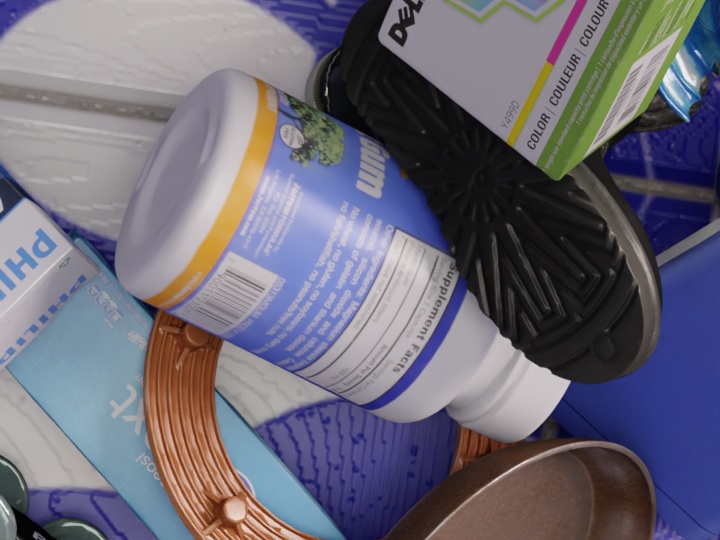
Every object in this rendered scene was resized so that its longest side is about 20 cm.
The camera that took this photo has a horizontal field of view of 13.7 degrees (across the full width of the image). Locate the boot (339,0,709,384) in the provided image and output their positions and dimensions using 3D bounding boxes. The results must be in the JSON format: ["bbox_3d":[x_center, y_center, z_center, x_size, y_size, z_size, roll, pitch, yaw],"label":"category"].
[{"bbox_3d":[0.102,-0.053,1.331,0.157,0.079,0.212,-11,62,-46],"label":"boot"}]

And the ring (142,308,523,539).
[{"bbox_3d":[-0.008,0.062,1.403,0.199,0.019,0.202,8,72,-26],"label":"ring"}]

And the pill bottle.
[{"bbox_3d":[0.000,0.000,1.348,0.199,0.112,0.113,26,90,-20],"label":"pill bottle"}]

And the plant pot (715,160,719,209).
[{"bbox_3d":[0.283,-0.031,1.394,0.180,0.200,0.200,-43,97,4],"label":"plant pot"}]

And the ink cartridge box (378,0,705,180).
[{"bbox_3d":[0.049,-0.159,1.233,0.200,0.148,0.076,39,44,14],"label":"ink cartridge box"}]

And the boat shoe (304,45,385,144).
[{"bbox_3d":[0.063,-0.039,1.419,0.199,0.066,0.075,47,66,-5],"label":"boat shoe"}]

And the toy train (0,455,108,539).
[{"bbox_3d":[-0.159,0.172,1.405,0.200,0.085,0.114,38,98,-8],"label":"toy train"}]

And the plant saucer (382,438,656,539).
[{"bbox_3d":[0.055,0.155,1.400,0.200,0.200,0.034,-49,54,-2],"label":"plant saucer"}]

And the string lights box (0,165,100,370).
[{"bbox_3d":[-0.224,-0.038,1.359,0.103,0.059,0.200,-45,76,-3],"label":"string lights box"}]

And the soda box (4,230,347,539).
[{"bbox_3d":[-0.093,0.078,1.413,0.068,0.064,0.200,-41,97,-3],"label":"soda box"}]

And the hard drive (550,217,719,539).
[{"bbox_3d":[0.164,0.051,1.361,0.132,0.200,0.025,43,58,-8],"label":"hard drive"}]

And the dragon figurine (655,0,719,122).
[{"bbox_3d":[0.157,-0.102,1.283,0.099,0.059,0.201,-6,113,26],"label":"dragon figurine"}]
